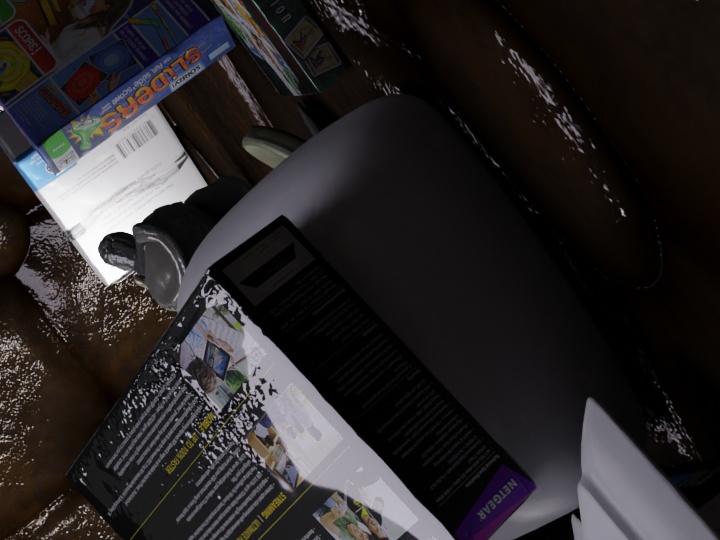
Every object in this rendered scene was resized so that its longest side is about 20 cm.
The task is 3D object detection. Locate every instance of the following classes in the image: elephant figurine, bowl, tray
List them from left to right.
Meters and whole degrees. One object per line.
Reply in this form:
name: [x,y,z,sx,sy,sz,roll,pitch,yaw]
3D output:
elephant figurine: [-0.136,-0.010,1.492,0.200,0.155,0.141,42,-167,13]
bowl: [0.007,0.043,0.781,0.200,0.075,0.200,55,141,-1]
tray: [0.117,0.148,0.690,0.107,0.022,0.200,50,161,43]

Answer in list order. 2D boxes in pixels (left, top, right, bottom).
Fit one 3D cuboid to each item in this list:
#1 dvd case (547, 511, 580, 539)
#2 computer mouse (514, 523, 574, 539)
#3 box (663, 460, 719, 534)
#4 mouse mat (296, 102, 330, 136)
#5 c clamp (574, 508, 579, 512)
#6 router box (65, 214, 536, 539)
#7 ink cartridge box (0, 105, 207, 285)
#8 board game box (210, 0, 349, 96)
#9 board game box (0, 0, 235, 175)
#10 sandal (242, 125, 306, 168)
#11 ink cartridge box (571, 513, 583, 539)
dvd case: [0.068,0.174,0.905,0.143,0.200,0.018,-111,33,-50]
computer mouse: [0.048,0.105,0.921,0.200,0.138,0.053,40,135,31]
box: [0.170,0.158,0.752,0.159,0.046,0.200,53,172,5]
mouse mat: [0.037,-0.006,0.967,0.161,0.008,0.200,57,171,-31]
c clamp: [0.148,0.184,1.098,0.200,0.027,0.171,51,173,6]
router box: [-0.035,0.090,0.756,0.149,0.051,0.200,47,141,6]
ink cartridge box: [-0.252,-0.103,1.762,0.084,0.145,0.200,48,171,43]
board game box: [-0.081,-0.170,0.856,0.200,0.023,0.105,54,175,-12]
board game box: [-0.187,-0.167,1.095,0.200,0.135,0.034,49,172,31]
sandal: [0.001,0.001,0.965,0.201,0.057,0.080,51,175,4]
ink cartridge box: [0.162,0.215,0.780,0.161,0.050,0.200,41,147,56]
